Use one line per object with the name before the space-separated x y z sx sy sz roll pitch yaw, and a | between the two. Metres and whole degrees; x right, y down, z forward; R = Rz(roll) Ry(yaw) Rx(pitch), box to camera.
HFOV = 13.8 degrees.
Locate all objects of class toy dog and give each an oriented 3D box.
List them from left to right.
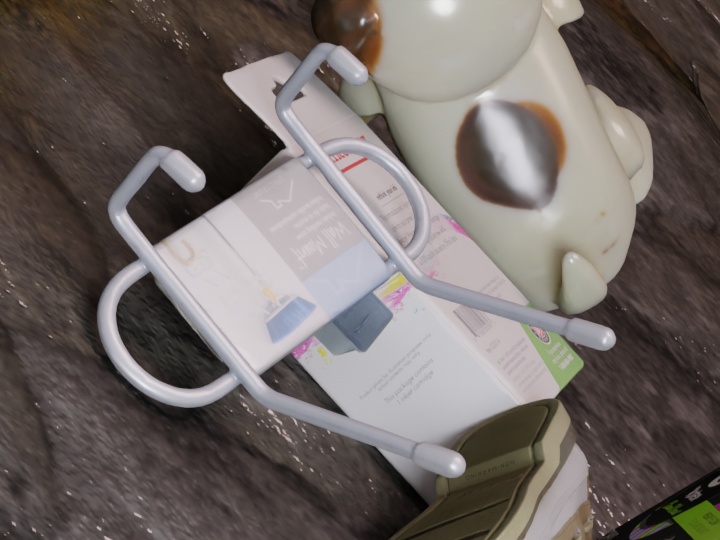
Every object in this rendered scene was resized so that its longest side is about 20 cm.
toy dog | 0.048 -0.084 1.403 0.194 0.139 0.200 -94 162 -53

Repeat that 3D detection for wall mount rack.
wall mount rack | -0.003 0.005 1.189 0.174 0.075 0.200 49 44 5

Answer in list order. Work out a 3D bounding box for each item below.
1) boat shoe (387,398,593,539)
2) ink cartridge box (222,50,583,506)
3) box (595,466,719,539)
boat shoe | 0.053 0.120 1.171 0.068 0.075 0.200 64 30 -12
ink cartridge box | 0.000 0.000 1.323 0.200 0.067 0.117 48 18 3
box | 0.184 0.139 1.203 0.124 0.148 0.200 59 0 0
